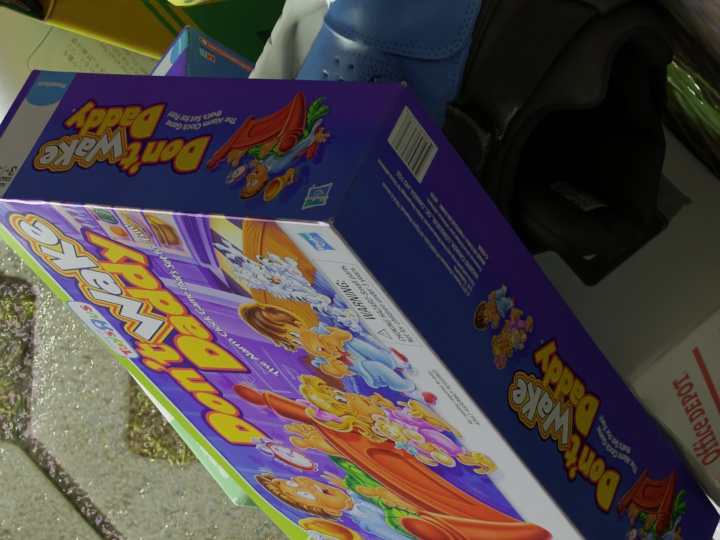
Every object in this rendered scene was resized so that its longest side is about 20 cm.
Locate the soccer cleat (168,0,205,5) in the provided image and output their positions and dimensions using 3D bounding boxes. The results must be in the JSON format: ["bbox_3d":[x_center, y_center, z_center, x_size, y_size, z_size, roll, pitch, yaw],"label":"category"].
[{"bbox_3d":[-0.044,-0.140,0.967,0.200,0.083,0.065,116,154,-85],"label":"soccer cleat"}]

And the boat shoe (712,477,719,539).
[{"bbox_3d":[0.144,0.115,0.837,0.200,0.072,0.076,56,148,21],"label":"boat shoe"}]

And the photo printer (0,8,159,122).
[{"bbox_3d":[-0.120,-0.117,1.272,0.069,0.200,0.166,-9,132,46],"label":"photo printer"}]

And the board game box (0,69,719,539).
[{"bbox_3d":[-0.001,0.025,0.710,0.134,0.045,0.200,6,147,40],"label":"board game box"}]

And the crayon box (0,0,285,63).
[{"bbox_3d":[-0.091,-0.132,1.159,0.199,0.051,0.127,15,-165,-27],"label":"crayon box"}]

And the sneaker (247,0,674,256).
[{"bbox_3d":[0.024,-0.026,0.719,0.111,0.077,0.200,46,138,21],"label":"sneaker"}]

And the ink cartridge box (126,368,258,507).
[{"bbox_3d":[-0.027,0.011,1.385,0.087,0.200,0.145,11,-153,-46],"label":"ink cartridge box"}]

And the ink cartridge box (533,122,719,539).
[{"bbox_3d":[0.084,-0.002,0.812,0.200,0.068,0.116,50,178,28],"label":"ink cartridge box"}]

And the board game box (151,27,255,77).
[{"bbox_3d":[0.000,0.000,1.010,0.200,0.045,0.135,30,-151,-20],"label":"board game box"}]
